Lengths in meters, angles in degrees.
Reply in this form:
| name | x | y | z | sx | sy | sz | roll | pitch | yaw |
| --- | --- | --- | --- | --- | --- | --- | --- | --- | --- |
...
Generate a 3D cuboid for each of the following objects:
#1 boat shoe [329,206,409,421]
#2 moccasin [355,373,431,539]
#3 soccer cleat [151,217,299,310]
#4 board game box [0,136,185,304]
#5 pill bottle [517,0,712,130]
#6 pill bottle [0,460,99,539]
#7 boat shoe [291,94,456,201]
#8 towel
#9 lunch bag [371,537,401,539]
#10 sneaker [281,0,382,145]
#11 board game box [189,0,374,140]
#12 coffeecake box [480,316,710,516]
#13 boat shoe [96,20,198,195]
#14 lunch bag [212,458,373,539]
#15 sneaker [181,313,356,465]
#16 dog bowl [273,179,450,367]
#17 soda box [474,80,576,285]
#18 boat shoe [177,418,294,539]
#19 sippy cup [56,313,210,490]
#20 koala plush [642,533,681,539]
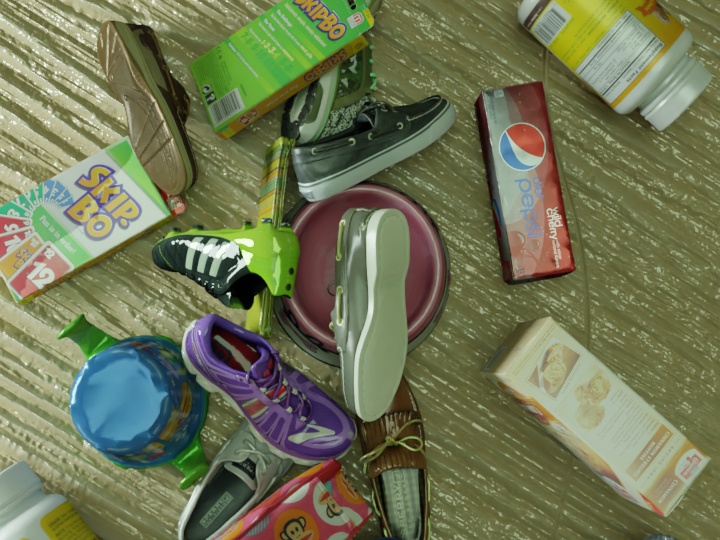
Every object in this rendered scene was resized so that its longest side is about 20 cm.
| name | x | y | z | sx | sy | sz | roll | pitch | yaw |
| --- | --- | --- | --- | --- | --- | --- | --- | --- | --- |
| boat shoe | 0.005 | 0.041 | 1.018 | 0.060 | 0.072 | 0.205 | 9 | 98 | 38 |
| moccasin | 0.033 | 0.193 | 1.064 | 0.072 | 0.078 | 0.205 | -4 | 88 | -5 |
| soccer cleat | -0.139 | -0.003 | 1.038 | 0.198 | 0.067 | 0.082 | -4 | 81 | 42 |
| board game box | -0.288 | -0.057 | 1.097 | 0.198 | 0.030 | 0.096 | -30 | 86 | -8 |
| pill bottle | 0.268 | -0.242 | 1.106 | 0.200 | 0.109 | 0.109 | 43 | 84 | 1 |
| pill bottle | -0.305 | 0.293 | 1.025 | 0.114 | 0.114 | 0.201 | -39 | 87 | -6 |
| boat shoe | 0.016 | -0.138 | 1.077 | 0.199 | 0.068 | 0.057 | -32 | 115 | -25 |
| towel | -0.094 | -0.031 | 1.081 | 0.018 | 0.086 | 0.203 | 8 | 85 | -15 |
| lunch bag | 0.001 | 0.372 | 0.998 | 0.134 | 0.132 | 0.203 | -20 | 91 | 24 |
| sneaker | -0.012 | -0.208 | 1.123 | 0.088 | 0.077 | 0.202 | 29 | 81 | -31 |
| board game box | -0.079 | -0.226 | 1.083 | 0.199 | 0.030 | 0.096 | -32 | 61 | 15 |
| coffeecake box | 0.225 | 0.140 | 1.045 | 0.200 | 0.154 | 0.073 | 41 | 85 | 2 |
| boat shoe | -0.205 | -0.172 | 1.093 | 0.071 | 0.072 | 0.202 | -13 | 67 | -42 |
| lunch bag | -0.095 | 0.272 | 1.002 | 0.199 | 0.176 | 0.082 | -34 | 83 | -32 |
| sneaker | -0.088 | 0.116 | 1.024 | 0.199 | 0.083 | 0.081 | 35 | 65 | -5 |
| dog bowl | 0.000 | 0.000 | 1.088 | 0.197 | 0.074 | 0.204 | 0 | 85 | -3 |
| soda box | 0.171 | -0.090 | 1.110 | 0.069 | 0.063 | 0.203 | -8 | 86 | -3 |
| boat shoe | -0.112 | 0.202 | 1.067 | 0.073 | 0.065 | 0.201 | 33 | 84 | 1 |
| sippy cup | -0.222 | 0.128 | 1.033 | 0.175 | 0.130 | 0.142 | 13 | 83 | 1 |
| koala plush | 0.239 | 0.355 | 1.041 | 0.197 | 0.184 | 0.180 | -17 | 98 | 17 |
